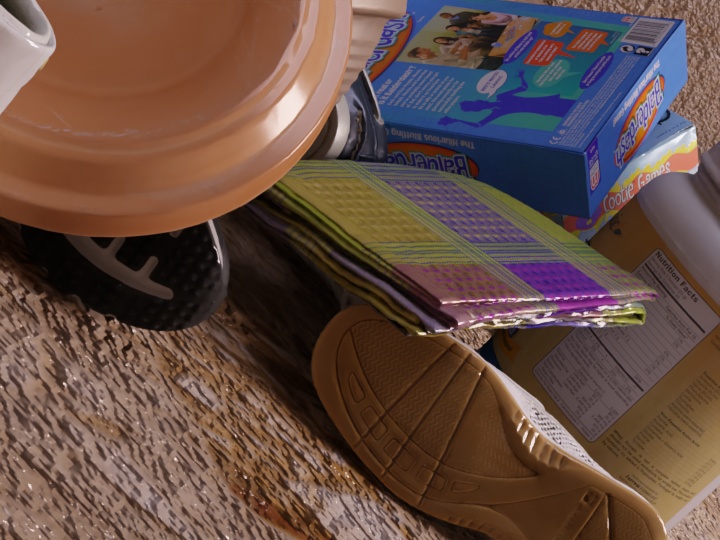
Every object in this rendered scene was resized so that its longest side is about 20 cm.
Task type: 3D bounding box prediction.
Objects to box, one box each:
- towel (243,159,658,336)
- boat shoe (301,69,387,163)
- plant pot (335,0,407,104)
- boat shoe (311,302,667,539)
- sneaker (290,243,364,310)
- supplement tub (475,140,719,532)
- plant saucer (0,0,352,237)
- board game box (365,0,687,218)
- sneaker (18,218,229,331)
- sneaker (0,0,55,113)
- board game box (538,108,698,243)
[{"bbox_3d":[0.041,-0.012,0.890,0.143,0.023,0.199,36,22,31],"label":"towel"},{"bbox_3d":[-0.045,-0.131,0.985,0.062,0.075,0.201,10,41,-53],"label":"boat shoe"},{"bbox_3d":[-0.079,-0.101,0.852,0.198,0.094,0.201,4,5,0],"label":"plant pot"},{"bbox_3d":[0.052,0.081,0.869,0.200,0.071,0.069,39,4,-19],"label":"boat shoe"},{"bbox_3d":[0.000,0.000,0.958,0.099,0.075,0.200,25,17,-9],"label":"sneaker"},{"bbox_3d":[0.168,0.040,1.014,0.144,0.200,0.145,41,15,-14],"label":"supplement tub"},{"bbox_3d":[-0.098,-0.108,0.709,0.201,0.200,0.032,48,-29,12],"label":"plant saucer"},{"bbox_3d":[0.069,-0.102,1.078,0.198,0.045,0.152,12,40,28],"label":"board game box"},{"bbox_3d":[-0.120,-0.060,0.751,0.200,0.074,0.080,48,13,6],"label":"sneaker"},{"bbox_3d":[-0.193,-0.110,0.606,0.199,0.116,0.074,39,18,-19],"label":"sneaker"},{"bbox_3d":[0.105,-0.065,1.150,0.200,0.104,0.104,40,-29,46],"label":"board game box"}]
